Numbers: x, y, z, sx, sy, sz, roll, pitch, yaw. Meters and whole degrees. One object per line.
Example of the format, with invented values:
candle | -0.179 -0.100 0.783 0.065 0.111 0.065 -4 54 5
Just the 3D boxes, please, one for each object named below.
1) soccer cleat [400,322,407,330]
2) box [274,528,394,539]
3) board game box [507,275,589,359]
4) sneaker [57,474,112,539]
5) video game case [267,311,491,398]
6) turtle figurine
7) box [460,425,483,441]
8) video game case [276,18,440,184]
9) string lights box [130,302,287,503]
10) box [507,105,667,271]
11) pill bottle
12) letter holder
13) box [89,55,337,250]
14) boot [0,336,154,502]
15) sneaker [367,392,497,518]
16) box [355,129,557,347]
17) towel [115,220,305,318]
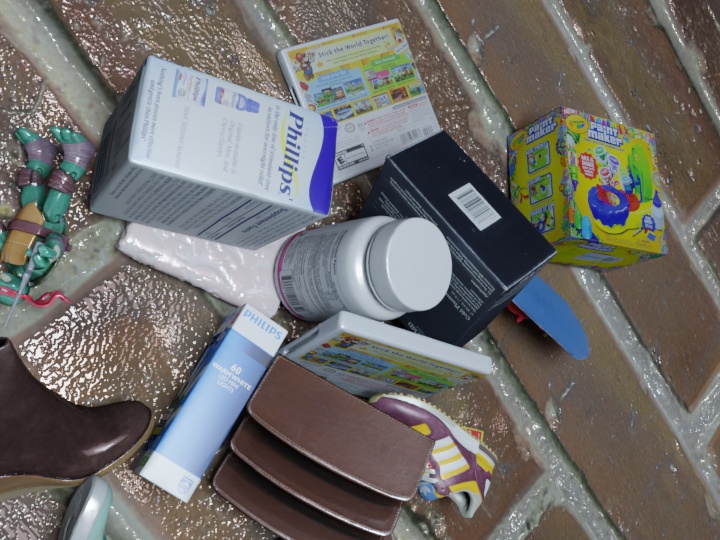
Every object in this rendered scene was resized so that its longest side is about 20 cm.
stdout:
soccer cleat | 0.116 0.076 0.974 0.199 0.064 0.085 -30 136 -37
box | -0.063 0.341 0.802 0.198 0.100 0.076 -16 91 -30
board game box | 0.246 0.056 1.023 0.200 0.039 0.158 41 27 -11
sneaker | -0.242 0.300 0.705 0.117 0.074 0.203 12 99 -23
video game case | 0.018 0.108 0.826 0.198 0.182 0.023 19 60 -25
turtle figurine | -0.336 -0.041 0.706 0.148 0.101 0.202 10 73 14
box | 0.064 0.223 0.919 0.198 0.050 0.076 20 73 -26
video game case | 0.005 -0.231 0.966 0.199 0.023 0.184 -25 96 -29
string lights box | -0.163 0.140 0.770 0.059 0.103 0.201 35 67 -13
box | 0.338 -0.115 1.073 0.198 0.122 0.195 7 74 -29
pill bottle | 0.000 0.000 0.802 0.112 0.199 0.115 3 84 -39
letter holder | -0.043 0.212 0.770 0.198 0.101 0.143 28 50 3
box | -0.152 -0.106 0.730 0.198 0.183 0.106 14 74 -29
boot | -0.303 0.132 0.671 0.198 0.072 0.168 -20 129 -24
sneaker | 0.082 0.223 0.858 0.199 0.075 0.091 35 63 -20
box | 0.096 -0.025 0.856 0.104 0.183 0.200 -30 73 -36
towel | -0.160 -0.067 0.844 0.199 0.032 0.193 26 70 -24
